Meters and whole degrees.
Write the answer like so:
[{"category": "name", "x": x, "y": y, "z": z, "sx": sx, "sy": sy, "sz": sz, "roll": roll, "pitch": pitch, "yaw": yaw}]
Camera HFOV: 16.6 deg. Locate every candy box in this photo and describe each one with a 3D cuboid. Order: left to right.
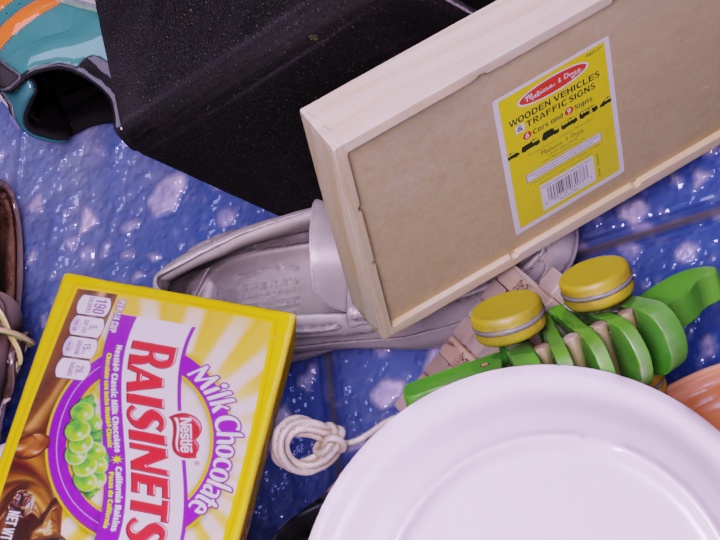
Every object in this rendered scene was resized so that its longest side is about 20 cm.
[{"category": "candy box", "x": -0.092, "y": 0.088, "z": 0.963, "sx": 0.101, "sy": 0.027, "sz": 0.201, "roll": 11, "pitch": 49, "yaw": 2}]

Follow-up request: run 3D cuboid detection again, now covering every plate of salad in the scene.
[{"category": "plate of salad", "x": 0.073, "y": 0.136, "z": 0.940, "sx": 0.198, "sy": 0.048, "sz": 0.202, "roll": 1, "pitch": 77, "yaw": -6}]

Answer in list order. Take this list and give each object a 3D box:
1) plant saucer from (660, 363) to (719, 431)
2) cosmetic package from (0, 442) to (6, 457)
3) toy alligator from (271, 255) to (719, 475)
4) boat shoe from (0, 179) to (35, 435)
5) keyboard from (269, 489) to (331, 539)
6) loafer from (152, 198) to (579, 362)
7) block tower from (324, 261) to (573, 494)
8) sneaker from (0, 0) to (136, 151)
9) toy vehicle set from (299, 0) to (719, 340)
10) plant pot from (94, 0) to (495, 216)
[{"category": "plant saucer", "x": 0.164, "y": 0.133, "z": 0.974, "sx": 0.199, "sy": 0.037, "sz": 0.202, "roll": -12, "pitch": 65, "yaw": 26}, {"category": "cosmetic package", "x": -0.161, "y": 0.136, "z": 1.083, "sx": 0.199, "sy": 0.103, "sz": 0.088, "roll": -23, "pitch": 71, "yaw": 36}, {"category": "toy alligator", "x": 0.062, "y": 0.046, "z": 0.983, "sx": 0.199, "sy": 0.060, "sz": 0.054, "roll": -22, "pitch": 19, "yaw": -9}, {"category": "boat shoe", "x": -0.190, "y": 0.026, "z": 1.180, "sx": 0.059, "sy": 0.072, "sz": 0.201, "roll": -26, "pitch": 35, "yaw": 9}, {"category": "keyboard", "x": 0.023, "y": 0.183, "z": 1.000, "sx": 0.104, "sy": 0.040, "sz": 0.201, "roll": -24, "pitch": 87, "yaw": 17}, {"category": "loafer", "x": 0.000, "y": 0.000, "z": 1.104, "sx": 0.199, "sy": 0.070, "sz": 0.070, "roll": -16, "pitch": 62, "yaw": 23}, {"category": "block tower", "x": 0.033, "y": 0.088, "z": 1.046, "sx": 0.200, "sy": 0.054, "sz": 0.058, "roll": -50, "pitch": 23, "yaw": 3}, {"category": "sneaker", "x": -0.174, "y": -0.113, "z": 1.253, "sx": 0.199, "sy": 0.071, "sz": 0.080, "roll": 14, "pitch": 72, "yaw": 32}, {"category": "toy vehicle set", "x": 0.076, "y": -0.064, "z": 1.013, "sx": 0.199, "sy": 0.125, "sz": 0.027, "roll": -30, "pitch": 52, "yaw": -13}, {"category": "plant pot", "x": -0.011, "y": -0.131, "z": 1.105, "sx": 0.177, "sy": 0.199, "sz": 0.201, "roll": -33, "pitch": 56, "yaw": 27}]
